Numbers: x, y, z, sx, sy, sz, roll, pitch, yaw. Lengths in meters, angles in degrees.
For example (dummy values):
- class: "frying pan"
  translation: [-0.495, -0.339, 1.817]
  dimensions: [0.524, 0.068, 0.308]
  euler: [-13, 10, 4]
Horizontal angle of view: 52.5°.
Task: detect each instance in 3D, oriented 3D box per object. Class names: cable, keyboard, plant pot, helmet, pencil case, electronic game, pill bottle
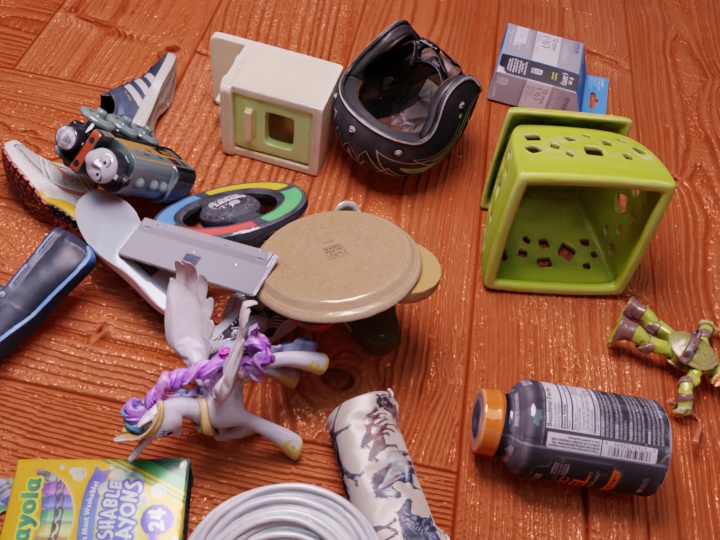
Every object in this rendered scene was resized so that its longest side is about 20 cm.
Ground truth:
- class: "cable"
  translation: [-0.067, 0.293, 0.651]
  dimensions: [0.200, 0.069, 0.200]
  euler: [-36, 79, -9]
- class: "keyboard"
  translation: [-0.185, -0.017, 0.816]
  dimensions: [0.199, 0.011, 0.056]
  euler: [15, 65, 27]
- class: "plant pot"
  translation: [0.265, -0.101, 0.968]
  dimensions: [0.198, 0.200, 0.182]
  euler: [4, 47, -5]
- class: "helmet"
  translation: [0.058, -0.228, 1.032]
  dimensions: [0.191, 0.200, 0.200]
  euler: [-49, 65, 13]
- class: "pencil case"
  translation: [0.027, 0.220, 0.757]
  dimensions: [0.089, 0.078, 0.201]
  euler: [-10, 55, -14]
- class: "electronic game"
  translation: [-0.165, -0.074, 0.928]
  dimensions: [0.199, 0.042, 0.200]
  euler: [-7, 24, 3]
- class: "pill bottle"
  translation: [0.223, 0.179, 0.800]
  dimensions: [0.199, 0.106, 0.107]
  euler: [9, 52, -1]

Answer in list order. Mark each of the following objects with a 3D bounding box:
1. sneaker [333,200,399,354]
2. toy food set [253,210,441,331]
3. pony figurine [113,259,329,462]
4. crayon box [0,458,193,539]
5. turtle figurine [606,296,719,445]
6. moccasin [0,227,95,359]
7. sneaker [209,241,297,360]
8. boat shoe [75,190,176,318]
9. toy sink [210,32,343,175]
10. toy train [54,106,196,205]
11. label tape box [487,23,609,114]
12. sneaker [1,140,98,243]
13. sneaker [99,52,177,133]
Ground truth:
- class: "sneaker"
  translation: [0.000, 0.000, 0.913]
  dimensions: [0.067, 0.090, 0.201]
  euler: [-10, 55, -17]
- class: "toy food set"
  translation: [-0.026, -0.004, 0.820]
  dimensions: [0.200, 0.049, 0.198]
  euler: [-30, 45, -28]
- class: "pony figurine"
  translation: [-0.134, 0.105, 0.740]
  dimensions: [0.199, 0.194, 0.166]
  euler: [12, 10, -38]
- class: "crayon box"
  translation: [-0.270, 0.251, 0.708]
  dimensions: [0.199, 0.052, 0.126]
  euler: [1, 53, -7]
- class: "turtle figurine"
  translation: [0.393, 0.106, 0.905]
  dimensions: [0.161, 0.065, 0.200]
  euler: [30, 55, 15]
- class: "moccasin"
  translation: [-0.391, 0.036, 0.825]
  dimensions: [0.068, 0.080, 0.200]
  euler: [43, 68, -3]
- class: "sneaker"
  translation: [-0.139, 0.036, 0.880]
  dimensions: [0.115, 0.075, 0.200]
  euler: [40, 53, 23]
- class: "boat shoe"
  translation: [-0.270, -0.011, 0.888]
  dimensions: [0.200, 0.066, 0.070]
  euler: [42, 64, 8]
- class: "toy sink"
  translation: [-0.138, -0.237, 1.050]
  dimensions: [0.199, 0.131, 0.112]
  euler: [17, 53, 4]
- class: "toy train"
  translation: [-0.294, -0.139, 0.928]
  dimensions: [0.114, 0.200, 0.085]
  euler: [40, 99, 11]
- class: "label tape box"
  translation: [0.326, -0.328, 1.227]
  dimensions: [0.199, 0.066, 0.144]
  euler: [15, 52, 6]
- class: "sneaker"
  translation: [-0.389, -0.103, 0.955]
  dimensions: [0.200, 0.078, 0.082]
  euler: [38, 52, 9]
- class: "sneaker"
  translation: [-0.331, -0.255, 1.070]
  dimensions: [0.084, 0.075, 0.201]
  euler: [15, 52, -2]
